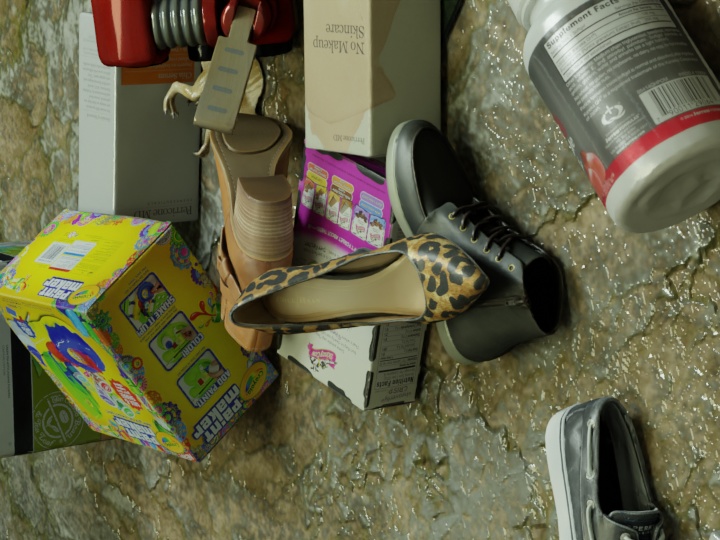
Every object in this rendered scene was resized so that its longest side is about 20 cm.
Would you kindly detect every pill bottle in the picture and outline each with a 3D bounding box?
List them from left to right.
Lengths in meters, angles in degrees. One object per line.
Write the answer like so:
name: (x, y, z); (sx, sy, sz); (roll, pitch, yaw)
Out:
pill bottle: (0.180, -0.135, 1.335); (0.111, 0.110, 0.201); (-52, 55, 43)

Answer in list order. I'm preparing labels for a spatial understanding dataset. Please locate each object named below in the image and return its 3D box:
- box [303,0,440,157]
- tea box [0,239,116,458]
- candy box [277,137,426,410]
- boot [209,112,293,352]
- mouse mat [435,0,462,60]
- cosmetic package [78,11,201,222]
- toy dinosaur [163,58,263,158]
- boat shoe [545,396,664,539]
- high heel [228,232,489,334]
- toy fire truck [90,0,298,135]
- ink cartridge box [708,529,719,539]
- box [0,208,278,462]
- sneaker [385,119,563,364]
box: (0.009, -0.197, 1.567); (0.095, 0.077, 0.201); (10, 104, 50)
tea box: (-0.347, 0.076, 1.991); (0.133, 0.196, 0.201); (11, 105, 52)
candy box: (0.000, 0.000, 1.634); (0.136, 0.061, 0.201); (31, 119, 48)
boot: (-0.094, -0.038, 1.691); (0.200, 0.076, 0.156); (-116, 28, -54)
mouse mat: (0.050, -0.288, 1.569); (0.161, 0.007, 0.201); (51, 134, 35)
cosmetic package: (-0.214, -0.148, 1.860); (0.071, 0.101, 0.201); (17, 109, 50)
toy dinosaur: (-0.133, -0.174, 1.803); (0.101, 0.058, 0.201); (-40, 71, 32)
boat shoe: (0.191, 0.192, 1.412); (0.068, 0.071, 0.201); (-28, 66, 52)
high heel: (-0.003, 0.023, 1.465); (0.200, 0.142, 0.072); (4, 111, 56)
toy fire truck: (-0.147, -0.198, 1.649); (0.200, 0.175, 0.129); (-79, -15, -73)
ink cartridge box: (0.283, 0.288, 1.288); (0.145, 0.083, 0.201); (37, 124, 43)
box: (-0.216, 0.058, 1.809); (0.199, 0.122, 0.193); (8, 139, 52)
sneaker: (0.095, -0.033, 1.504); (0.106, 0.075, 0.201); (-21, 89, 48)
